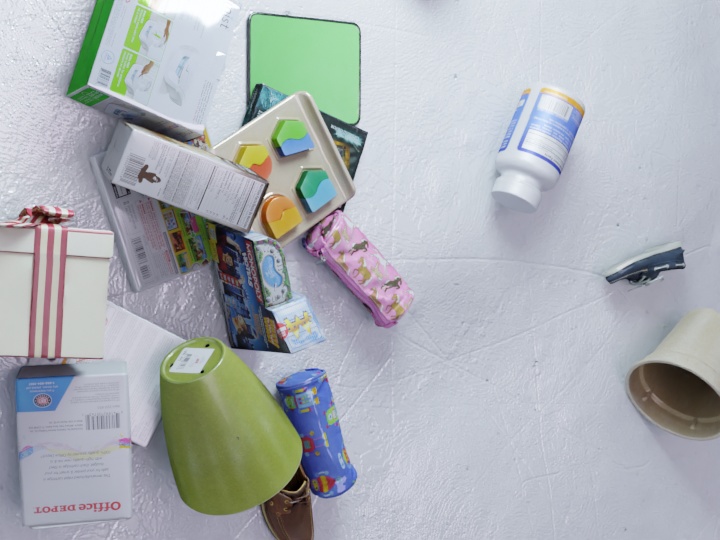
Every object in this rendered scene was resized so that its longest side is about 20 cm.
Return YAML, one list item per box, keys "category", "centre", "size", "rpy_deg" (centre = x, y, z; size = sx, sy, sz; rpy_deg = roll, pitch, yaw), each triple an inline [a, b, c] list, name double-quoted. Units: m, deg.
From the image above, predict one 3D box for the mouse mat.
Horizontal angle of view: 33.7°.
- category: "mouse mat"
  centre: [-0.083, -0.304, 1.805]
  size: [0.199, 0.008, 0.162]
  rpy_deg: [-1, 93, -33]

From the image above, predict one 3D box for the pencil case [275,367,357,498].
- category: "pencil case"
  centre: [-0.063, 0.245, 1.804]
  size: [0.087, 0.078, 0.201]
  rpy_deg: [-34, 111, -52]

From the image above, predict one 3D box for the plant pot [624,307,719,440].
- category: "plant pot"
  centre: [0.616, 0.177, 2.180]
  size: [0.184, 0.200, 0.201]
  rpy_deg: [-49, 116, -33]

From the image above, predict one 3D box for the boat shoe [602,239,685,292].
- category: "boat shoe"
  centre: [0.521, -0.003, 2.166]
  size: [0.199, 0.075, 0.062]
  rpy_deg: [-19, 91, -39]

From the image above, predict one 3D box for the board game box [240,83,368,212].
- category: "board game box"
  centre: [-0.091, -0.182, 1.789]
  size: [0.199, 0.028, 0.136]
  rpy_deg: [21, 85, -32]

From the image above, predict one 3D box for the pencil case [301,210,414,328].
- category: "pencil case"
  centre: [0.000, 0.000, 1.829]
  size: [0.087, 0.083, 0.200]
  rpy_deg: [-47, 116, -6]

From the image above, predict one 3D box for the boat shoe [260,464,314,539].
- category: "boat shoe"
  centre: [-0.111, 0.334, 1.785]
  size: [0.072, 0.067, 0.201]
  rpy_deg: [-21, 104, -29]

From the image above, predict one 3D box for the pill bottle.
- category: "pill bottle"
  centre: [0.292, -0.202, 1.985]
  size: [0.112, 0.112, 0.201]
  rpy_deg: [29, 78, -30]

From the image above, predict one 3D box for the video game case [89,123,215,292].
- category: "video game case"
  centre: [-0.271, -0.093, 1.688]
  size: [0.181, 0.023, 0.201]
  rpy_deg: [-23, 104, -29]

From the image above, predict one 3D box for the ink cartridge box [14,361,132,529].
- category: "ink cartridge box"
  centre: [-0.377, 0.229, 1.573]
  size: [0.144, 0.085, 0.201]
  rpy_deg: [-2, 97, -11]

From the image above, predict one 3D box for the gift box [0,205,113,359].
- category: "gift box"
  centre: [-0.425, 0.012, 1.498]
  size: [0.199, 0.184, 0.188]
  rpy_deg: [5, 89, -32]

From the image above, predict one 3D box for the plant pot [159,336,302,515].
- category: "plant pot"
  centre: [-0.197, 0.197, 1.623]
  size: [0.187, 0.187, 0.201]
  rpy_deg: [-38, 128, -25]

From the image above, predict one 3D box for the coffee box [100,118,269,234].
- category: "coffee box"
  centre: [-0.238, -0.128, 1.605]
  size: [0.199, 0.114, 0.080]
  rpy_deg: [20, 97, -24]

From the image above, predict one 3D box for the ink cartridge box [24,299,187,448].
- category: "ink cartridge box"
  centre: [-0.351, 0.133, 1.650]
  size: [0.199, 0.050, 0.163]
  rpy_deg: [29, 78, -12]

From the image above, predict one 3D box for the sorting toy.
- category: "sorting toy"
  centre: [-0.115, -0.138, 1.741]
  size: [0.200, 0.036, 0.186]
  rpy_deg: [-36, 113, -23]

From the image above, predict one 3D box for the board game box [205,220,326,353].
- category: "board game box"
  centre: [-0.130, 0.035, 1.662]
  size: [0.061, 0.200, 0.201]
  rpy_deg: [-21, 113, -29]

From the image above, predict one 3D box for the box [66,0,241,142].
- category: "box"
  centre: [-0.278, -0.301, 1.617]
  size: [0.176, 0.097, 0.201]
  rpy_deg: [21, 77, -30]
